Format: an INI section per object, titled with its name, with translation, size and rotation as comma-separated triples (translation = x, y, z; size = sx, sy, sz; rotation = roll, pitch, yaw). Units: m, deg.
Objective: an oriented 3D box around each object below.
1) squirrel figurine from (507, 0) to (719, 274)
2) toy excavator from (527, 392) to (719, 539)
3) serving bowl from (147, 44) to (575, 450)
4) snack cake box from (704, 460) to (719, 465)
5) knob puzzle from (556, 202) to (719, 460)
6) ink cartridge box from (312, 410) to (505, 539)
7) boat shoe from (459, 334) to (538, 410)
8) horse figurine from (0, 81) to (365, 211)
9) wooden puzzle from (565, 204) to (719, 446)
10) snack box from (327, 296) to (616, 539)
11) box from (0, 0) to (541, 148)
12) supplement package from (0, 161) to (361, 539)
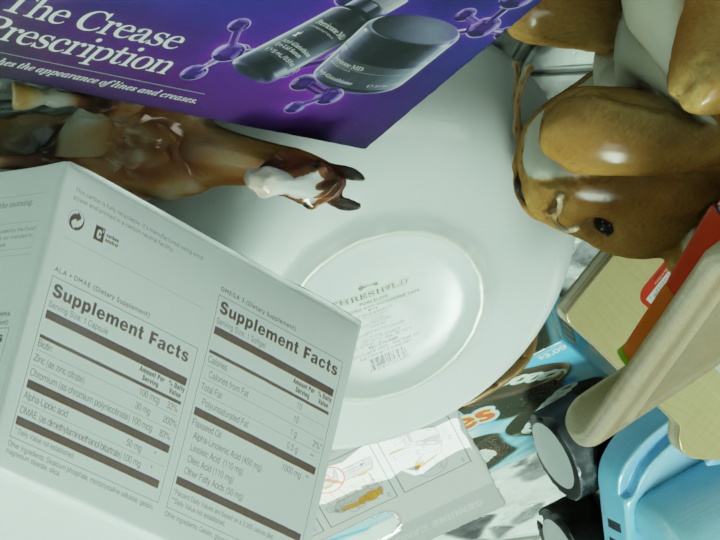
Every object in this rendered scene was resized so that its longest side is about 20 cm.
[squirrel figurine]
translation = 0.148, -0.077, 1.090
size = 0.200, 0.142, 0.187
rotation = -14, 147, -23
[toy excavator]
translation = 0.179, 0.157, 1.388
size = 0.100, 0.200, 0.194
rotation = -25, 131, -18
[serving bowl]
translation = 0.000, 0.000, 1.161
size = 0.200, 0.066, 0.200
rotation = -11, 130, -13
[snack cake box]
translation = 0.244, 0.015, 1.368
size = 0.200, 0.115, 0.067
rotation = -7, 153, -20
[knob puzzle]
translation = 0.195, -0.003, 1.261
size = 0.220, 0.030, 0.220
rotation = -11, 115, -25
[ink cartridge box]
translation = -0.043, 0.061, 1.269
size = 0.161, 0.050, 0.200
rotation = -25, 133, 3
[boat shoe]
translation = -0.011, 0.056, 1.335
size = 0.200, 0.072, 0.072
rotation = -27, -176, 6
[horse figurine]
translation = -0.109, -0.040, 1.076
size = 0.133, 0.050, 0.200
rotation = 3, 172, -37
[wooden puzzle]
translation = 0.170, -0.018, 1.070
size = 0.185, 0.037, 0.200
rotation = -31, 169, -23
[snack box]
translation = 0.029, 0.077, 1.446
size = 0.200, 0.037, 0.116
rotation = -26, 153, 17
[box]
translation = -0.037, -0.120, 0.976
size = 0.200, 0.079, 0.141
rotation = 9, 142, -42
[supplement package]
translation = -0.130, 0.046, 1.062
size = 0.200, 0.111, 0.156
rotation = -4, 156, 43
